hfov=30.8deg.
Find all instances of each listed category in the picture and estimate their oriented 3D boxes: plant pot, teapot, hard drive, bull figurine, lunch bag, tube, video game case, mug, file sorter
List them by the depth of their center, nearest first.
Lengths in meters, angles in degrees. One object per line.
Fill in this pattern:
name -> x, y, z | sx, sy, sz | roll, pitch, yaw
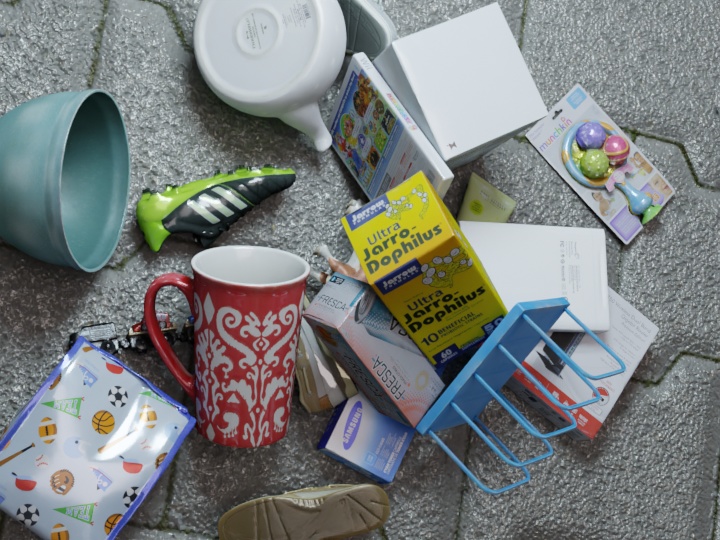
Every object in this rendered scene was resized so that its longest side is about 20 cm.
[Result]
lunch bag -> -0.301, 0.197, 1.436 | 0.170, 0.124, 0.200 | 36, 80, -8
plant pot -> -0.353, -0.104, 1.448 | 0.134, 0.200, 0.201 | 5, 78, 10
mug -> -0.145, 0.081, 1.487 | 0.133, 0.177, 0.201 | -21, 121, -51
file sorter -> 0.191, 0.147, 1.528 | 0.123, 0.139, 0.200 | 46, 113, 22
video game case -> 0.030, -0.139, 1.555 | 0.018, 0.143, 0.200 | -20, 64, -30
teapot -> -0.098, -0.276, 1.576 | 0.197, 0.146, 0.201 | 28, 97, 18
bull figurine -> 0.000, 0.000, 1.593 | 0.121, 0.065, 0.200 | 40, 60, -6
hard drive -> 0.214, 0.009, 1.633 | 0.199, 0.027, 0.132 | 3, 79, -18
tube -> 0.134, -0.022, 1.654 | 0.052, 0.058, 0.201 | 16, 69, 24

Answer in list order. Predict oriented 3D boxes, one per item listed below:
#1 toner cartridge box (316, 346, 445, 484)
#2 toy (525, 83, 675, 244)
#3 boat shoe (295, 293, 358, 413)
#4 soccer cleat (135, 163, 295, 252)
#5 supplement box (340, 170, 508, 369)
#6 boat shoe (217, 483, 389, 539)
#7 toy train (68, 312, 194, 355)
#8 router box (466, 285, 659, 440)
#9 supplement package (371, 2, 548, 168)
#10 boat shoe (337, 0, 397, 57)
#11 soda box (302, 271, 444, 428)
toner cartridge box -> 0.034, 0.149, 1.594 | 0.095, 0.043, 0.200 | 29, 73, -10
toy -> 0.329, -0.147, 1.739 | 0.115, 0.047, 0.200 | -44, 96, -21
boat shoe -> -0.078, 0.073, 1.552 | 0.068, 0.075, 0.200 | -29, 76, 0
soccer cleat -> -0.169, -0.076, 1.563 | 0.199, 0.067, 0.081 | -16, 103, -19
supplement box -> 0.078, 0.003, 1.486 | 0.109, 0.200, 0.110 | -31, 49, 7
boat shoe -> -0.066, 0.292, 1.524 | 0.199, 0.066, 0.074 | -7, 83, -6
toy train -> -0.240, 0.072, 1.525 | 0.199, 0.034, 0.046 | -8, 72, -19
router box -> 0.256, 0.087, 1.674 | 0.200, 0.049, 0.180 | 38, 72, -8
supplement package -> 0.098, -0.204, 1.592 | 0.150, 0.200, 0.152 | -24, 89, -20
boat shoe -> -0.012, -0.331, 1.607 | 0.065, 0.075, 0.202 | -21, 45, -27
soda box -> 0.018, 0.093, 1.490 | 0.068, 0.063, 0.200 | -52, 133, -18
